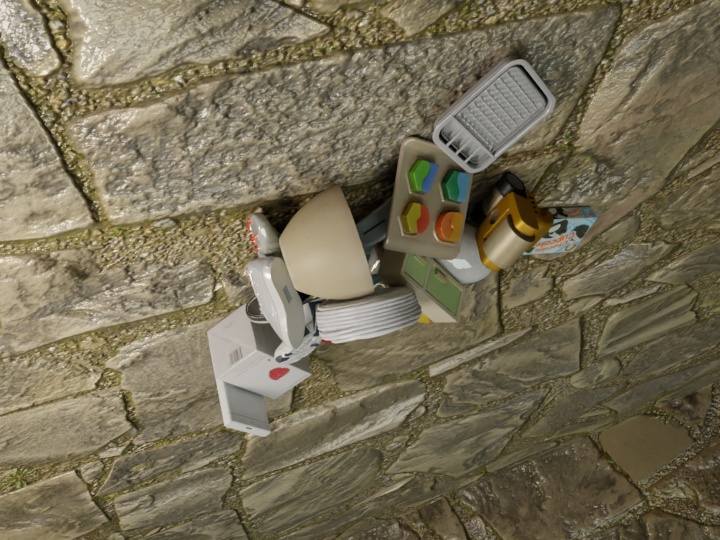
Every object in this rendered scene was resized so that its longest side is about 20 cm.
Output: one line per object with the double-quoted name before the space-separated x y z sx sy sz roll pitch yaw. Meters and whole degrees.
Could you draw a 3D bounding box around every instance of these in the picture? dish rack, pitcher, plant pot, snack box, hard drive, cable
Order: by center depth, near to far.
"dish rack" 0.227 -0.273 1.152 0.199 0.044 0.170 -38 141 22
"plant pot" -0.068 -0.033 1.169 0.131 0.203 0.202 -20 146 -4
"cable" 0.015 0.077 1.213 0.195 0.071 0.199 -11 -177 24
"pitcher" 0.169 -0.031 1.385 0.196 0.124 0.172 15 138 -27
"hard drive" -0.264 0.255 1.448 0.026 0.203 0.131 -33 144 18
"snack box" 0.430 -0.089 1.510 0.195 0.038 0.117 -5 142 -23

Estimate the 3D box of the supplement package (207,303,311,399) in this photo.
"supplement package" -0.218 0.182 1.447 0.120 0.122 0.199 -34 144 17

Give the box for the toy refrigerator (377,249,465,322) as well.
"toy refrigerator" 0.126 0.024 1.308 0.069 0.077 0.199 -4 147 45

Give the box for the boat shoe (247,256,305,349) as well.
"boat shoe" -0.158 0.062 1.226 0.067 0.073 0.203 6 135 27

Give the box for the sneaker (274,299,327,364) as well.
"sneaker" -0.123 0.084 1.351 0.200 0.130 0.079 -47 153 5

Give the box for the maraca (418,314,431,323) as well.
"maraca" 0.177 0.045 1.483 0.198 0.108 0.137 -35 -178 -30

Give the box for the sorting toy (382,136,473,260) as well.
"sorting toy" 0.135 -0.126 1.217 0.182 0.036 0.206 8 98 -36

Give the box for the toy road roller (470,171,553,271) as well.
"toy road roller" 0.316 -0.084 1.317 0.143 0.203 0.123 24 129 -19

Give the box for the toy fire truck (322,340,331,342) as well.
"toy fire truck" -0.004 0.087 1.425 0.200 0.049 0.140 -46 133 8

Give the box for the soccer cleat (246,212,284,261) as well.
"soccer cleat" -0.162 -0.049 1.226 0.076 0.070 0.201 -20 152 -10

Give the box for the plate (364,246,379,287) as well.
"plate" 0.000 0.000 1.408 0.195 0.026 0.202 -15 145 -10

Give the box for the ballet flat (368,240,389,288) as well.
"ballet flat" 0.045 0.014 1.345 0.064 0.071 0.205 -14 107 -6

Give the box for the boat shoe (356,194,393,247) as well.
"boat shoe" 0.069 -0.111 1.273 0.196 0.075 0.067 -26 179 -7

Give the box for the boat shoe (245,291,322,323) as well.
"boat shoe" -0.142 0.045 1.290 0.197 0.073 0.061 -22 163 9
